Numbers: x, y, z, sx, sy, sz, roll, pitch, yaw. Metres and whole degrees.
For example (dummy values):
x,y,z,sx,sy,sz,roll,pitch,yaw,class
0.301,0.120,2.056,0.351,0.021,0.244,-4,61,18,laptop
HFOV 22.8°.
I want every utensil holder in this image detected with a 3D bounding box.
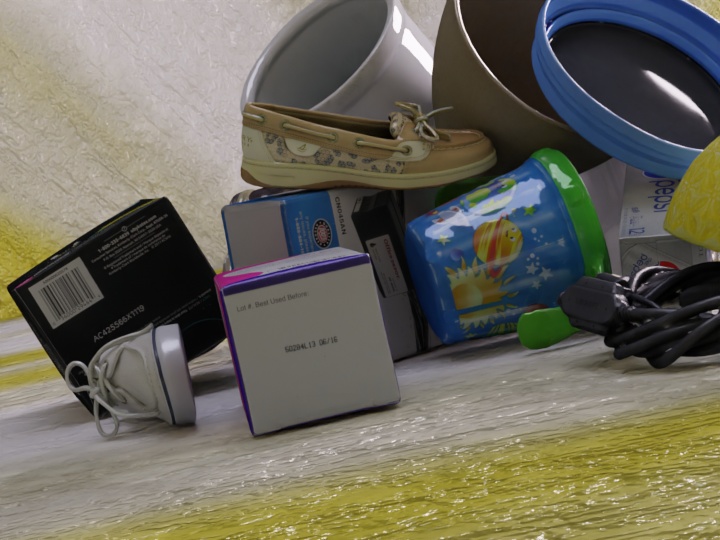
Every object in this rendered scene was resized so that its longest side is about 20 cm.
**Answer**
x,y,z,sx,sy,sz,roll,pitch,yaw,class
0.018,-0.126,1.580,0.169,0.200,0.171,-28,35,22,utensil holder

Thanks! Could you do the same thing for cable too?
x,y,z,sx,sy,sz,roll,pitch,yaw,class
0.226,0.027,1.125,0.162,0.051,0.200,-4,5,-20,cable

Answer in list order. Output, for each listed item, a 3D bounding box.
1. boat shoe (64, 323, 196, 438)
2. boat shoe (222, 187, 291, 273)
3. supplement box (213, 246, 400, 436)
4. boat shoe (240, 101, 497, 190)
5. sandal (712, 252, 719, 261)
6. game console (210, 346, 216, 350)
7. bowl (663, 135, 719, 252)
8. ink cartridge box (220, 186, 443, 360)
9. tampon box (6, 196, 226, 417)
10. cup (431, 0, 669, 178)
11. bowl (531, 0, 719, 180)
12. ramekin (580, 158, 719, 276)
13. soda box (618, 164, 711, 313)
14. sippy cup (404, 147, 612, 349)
x,y,z,sx,sy,sz,roll,pitch,yaw,class
-0.171,0.080,1.302,0.086,0.075,0.202,-12,1,-12,boat shoe
-0.076,-0.006,1.586,0.073,0.201,0.075,-22,-43,18,boat shoe
-0.041,0.043,1.229,0.101,0.104,0.200,-13,5,-5,supplement box
0.007,-0.098,1.368,0.199,0.063,0.073,-3,15,-7,boat shoe
0.260,-0.003,1.428,0.080,0.054,0.200,-6,20,20,sandal
-0.101,0.021,1.750,0.177,0.031,0.200,-38,-1,5,game console
0.304,-0.060,1.157,0.199,0.108,0.200,9,10,-2,bowl
0.000,0.000,1.424,0.199,0.146,0.084,-15,7,-42,ink cartridge box
-0.205,0.027,1.520,0.149,0.127,0.200,-33,8,-11,tampon box
0.137,-0.147,1.460,0.199,0.201,0.143,-14,-27,-35,cup
0.222,-0.146,1.364,0.200,0.201,0.039,-14,-35,-37,bowl
0.272,-0.075,1.563,0.199,0.098,0.201,-10,-27,-5,ramekin
0.231,-0.032,1.339,0.063,0.069,0.200,-4,21,12,soda box
0.106,-0.009,1.347,0.130,0.141,0.178,-18,-1,-8,sippy cup
